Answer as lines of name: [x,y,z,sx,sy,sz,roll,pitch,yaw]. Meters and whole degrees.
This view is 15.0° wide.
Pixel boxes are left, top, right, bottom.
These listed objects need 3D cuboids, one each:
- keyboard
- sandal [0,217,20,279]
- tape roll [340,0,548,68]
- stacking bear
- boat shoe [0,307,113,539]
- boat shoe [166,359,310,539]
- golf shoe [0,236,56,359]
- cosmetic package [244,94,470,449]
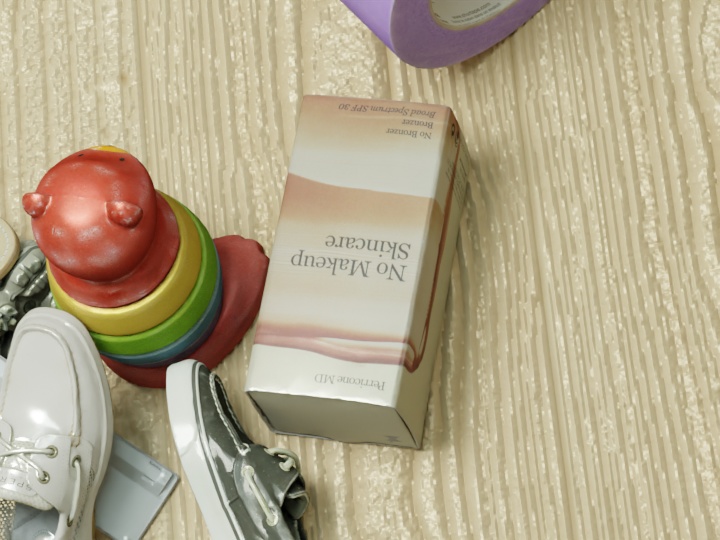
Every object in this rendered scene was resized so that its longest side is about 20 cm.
keyboard: [-0.210,0.097,1.704,0.200,0.011,0.056,34,84,-4]
sandal: [-0.317,-0.039,1.759,0.211,0.070,0.078,18,67,38]
tape roll: [0.068,-0.230,1.709,0.200,0.200,0.085,-42,67,-5]
stacking bear: [-0.144,-0.010,1.672,0.121,0.200,0.114,12,72,17]
boat shoe: [-0.196,0.125,1.653,0.071,0.069,0.201,8,104,24]
boat shoe: [-0.061,0.141,1.667,0.064,0.071,0.200,-24,74,9]
golf shoe: [-0.275,0.058,1.758,0.097,0.078,0.200,29,72,39]
cosmetic package: [0.000,0.000,1.697,0.103,0.087,0.201,4,70,13]
